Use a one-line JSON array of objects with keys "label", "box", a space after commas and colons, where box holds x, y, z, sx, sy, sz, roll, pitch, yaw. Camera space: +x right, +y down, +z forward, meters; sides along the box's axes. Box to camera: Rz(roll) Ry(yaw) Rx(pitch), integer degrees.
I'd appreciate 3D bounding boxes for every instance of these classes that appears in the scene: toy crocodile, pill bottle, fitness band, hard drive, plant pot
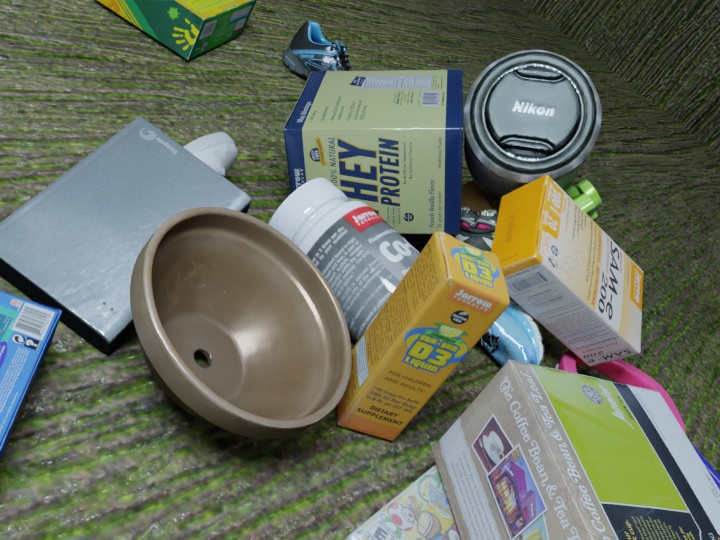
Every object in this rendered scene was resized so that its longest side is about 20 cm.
[{"label": "toy crocodile", "box": [0.278, -0.073, 0.998, 0.062, 0.067, 0.200, 56, 5, 2]}, {"label": "pill bottle", "box": [0.000, 0.000, 0.800, 0.200, 0.114, 0.114, 44, 33, 16]}, {"label": "fitness band", "box": [0.301, 0.152, 0.887, 0.143, 0.038, 0.200, 18, 21, 3]}, {"label": "hard drive", "box": [-0.212, -0.040, 0.678, 0.139, 0.033, 0.200, 36, 53, 3]}, {"label": "plant pot", "box": [-0.111, 0.054, 0.630, 0.200, 0.093, 0.202, 29, 41, -29]}]

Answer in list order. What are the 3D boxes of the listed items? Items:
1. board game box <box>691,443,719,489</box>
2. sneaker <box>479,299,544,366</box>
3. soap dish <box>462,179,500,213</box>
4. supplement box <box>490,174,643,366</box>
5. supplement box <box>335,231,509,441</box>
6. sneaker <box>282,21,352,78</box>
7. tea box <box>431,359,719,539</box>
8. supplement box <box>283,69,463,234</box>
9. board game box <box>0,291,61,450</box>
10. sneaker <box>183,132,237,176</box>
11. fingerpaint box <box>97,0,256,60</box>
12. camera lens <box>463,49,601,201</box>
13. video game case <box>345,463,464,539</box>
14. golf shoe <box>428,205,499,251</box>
[{"label": "board game box", "box": [0.338, 0.257, 0.820, 0.199, 0.045, 0.152, -4, 47, -43]}, {"label": "sneaker", "box": [0.131, 0.061, 0.896, 0.090, 0.079, 0.200, -23, 57, -32]}, {"label": "soap dish", "box": [0.229, -0.047, 1.098, 0.199, 0.081, 0.158, 12, 37, -32]}, {"label": "supplement box", "box": [0.245, 0.003, 0.882, 0.200, 0.073, 0.127, 38, 50, -25]}, {"label": "supplement box", "box": [0.048, 0.064, 0.675, 0.066, 0.201, 0.069, 20, 33, -19]}, {"label": "sneaker", "box": [-0.043, -0.321, 1.224, 0.200, 0.082, 0.073, 43, 31, 13]}, {"label": "tea box", "box": [0.195, 0.205, 0.639, 0.196, 0.134, 0.201, 16, 36, -28]}, {"label": "supplement box", "box": [0.025, -0.151, 0.932, 0.198, 0.135, 0.200, 1, 33, 7]}, {"label": "board game box", "box": [-0.320, 0.056, 0.493, 0.199, 0.045, 0.153, 23, 34, -17]}, {"label": "sneaker", "box": [-0.165, -0.067, 0.793, 0.115, 0.074, 0.200, 38, 42, 4]}, {"label": "fingerpaint box", "box": [-0.277, -0.413, 1.149, 0.166, 0.074, 0.200, 33, 31, -2]}, {"label": "camera lens", "box": [0.211, -0.172, 0.956, 0.160, 0.160, 0.200, 39, 0, 10]}, {"label": "video game case", "box": [0.104, 0.261, 0.630, 0.200, 0.023, 0.182, 45, 34, 19]}, {"label": "golf shoe", "box": [0.125, -0.041, 0.986, 0.077, 0.089, 0.200, -3, 11, -25]}]
